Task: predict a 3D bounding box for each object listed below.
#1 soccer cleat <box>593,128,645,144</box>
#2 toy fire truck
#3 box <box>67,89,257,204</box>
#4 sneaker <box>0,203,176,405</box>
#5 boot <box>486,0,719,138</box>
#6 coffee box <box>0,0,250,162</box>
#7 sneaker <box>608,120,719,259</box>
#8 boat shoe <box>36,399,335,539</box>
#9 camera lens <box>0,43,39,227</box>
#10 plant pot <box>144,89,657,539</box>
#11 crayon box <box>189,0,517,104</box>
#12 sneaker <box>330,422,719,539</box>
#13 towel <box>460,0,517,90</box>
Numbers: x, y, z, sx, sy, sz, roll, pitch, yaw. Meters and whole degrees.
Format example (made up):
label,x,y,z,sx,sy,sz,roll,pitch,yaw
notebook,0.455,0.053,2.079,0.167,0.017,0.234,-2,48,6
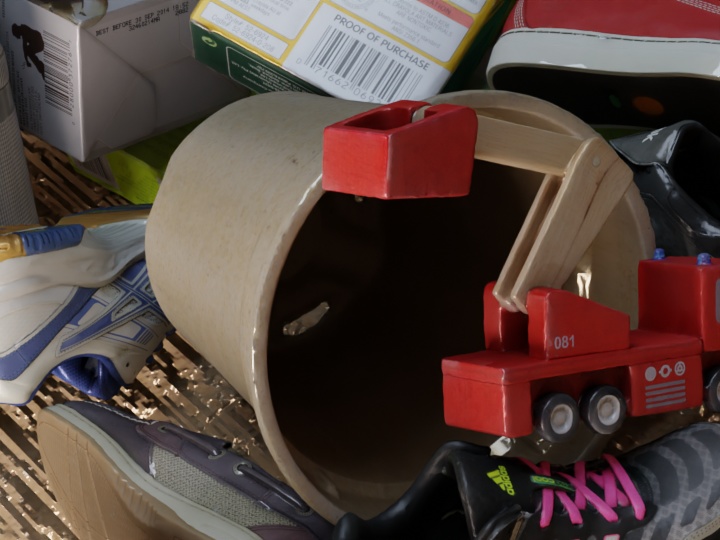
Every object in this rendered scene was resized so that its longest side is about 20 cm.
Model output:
label,x,y,z,sx,sy,sz,roll,pitch,yaw
soccer cleat,0.199,-0.077,1.319,0.200,0.065,0.084,-3,41,17
toy fire truck,0.081,-0.003,1.141,0.200,0.142,0.049,-7,9,-33
box,-0.054,-0.108,1.487,0.200,0.048,0.122,-39,42,-22
sneaker,-0.121,0.015,1.338,0.075,0.088,0.200,-1,8,44
boot,0.171,-0.130,1.273,0.199,0.072,0.145,12,64,26
coffee box,-0.164,-0.138,1.441,0.113,0.080,0.200,-23,36,-37
sneaker,0.130,-0.035,1.259,0.200,0.091,0.066,27,37,37
boat shoe,-0.076,0.105,1.232,0.065,0.072,0.200,-24,29,-28
camera lens,-0.244,-0.043,1.360,0.159,0.201,0.160,-9,16,3
plant pot,0.000,0.000,1.238,0.200,0.201,0.183,-35,29,-17
crayon box,0.021,-0.163,1.370,0.126,0.052,0.200,29,73,10
sneaker,0.072,0.105,1.140,0.199,0.088,0.074,-23,38,-1
towel,0.096,-0.140,1.398,0.200,0.031,0.149,-47,32,-2
